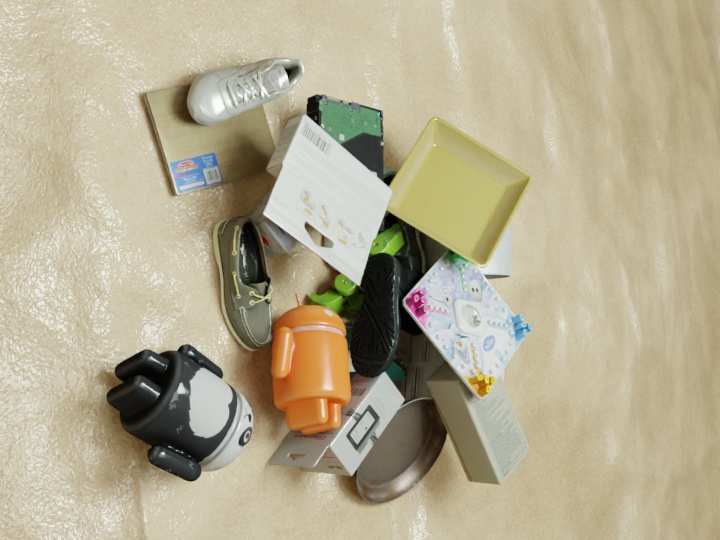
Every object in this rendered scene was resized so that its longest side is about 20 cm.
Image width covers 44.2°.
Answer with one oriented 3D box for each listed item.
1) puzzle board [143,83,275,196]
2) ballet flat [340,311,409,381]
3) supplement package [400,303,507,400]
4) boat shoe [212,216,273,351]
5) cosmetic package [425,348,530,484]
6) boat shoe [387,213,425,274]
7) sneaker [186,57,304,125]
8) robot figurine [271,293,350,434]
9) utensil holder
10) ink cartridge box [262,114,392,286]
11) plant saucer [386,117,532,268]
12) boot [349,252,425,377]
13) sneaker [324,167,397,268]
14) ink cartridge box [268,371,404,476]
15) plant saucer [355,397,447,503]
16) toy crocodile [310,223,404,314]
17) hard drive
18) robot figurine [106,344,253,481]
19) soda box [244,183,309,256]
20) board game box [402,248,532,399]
[{"bbox_3d":[-0.217,-0.205,1.318,0.200,0.017,0.151,-23,101,-42],"label":"puzzle board"},{"bbox_3d":[0.012,0.113,1.467,0.200,0.068,0.075,40,37,-38],"label":"ballet flat"},{"bbox_3d":[0.168,0.145,1.568,0.156,0.111,0.201,16,74,-41],"label":"supplement package"},{"bbox_3d":[-0.165,0.020,1.304,0.072,0.060,0.202,-16,95,-44],"label":"boat shoe"},{"bbox_3d":[0.195,0.239,1.455,0.103,0.073,0.200,-36,109,-40],"label":"cosmetic package"},{"bbox_3d":[0.067,-0.047,1.537,0.062,0.073,0.201,0,82,-28],"label":"boat shoe"},{"bbox_3d":[-0.166,-0.273,1.296,0.200,0.099,0.075,-35,111,-39],"label":"sneaker"},{"bbox_3d":[-0.075,0.137,1.317,0.143,0.117,0.201,7,64,-23],"label":"robot figurine"},{"bbox_3d":[0.188,-0.086,1.581,0.170,0.170,0.201,2,83,-43],"label":"utensil holder"},{"bbox_3d":[-0.054,-0.099,1.298,0.200,0.045,0.177,38,60,-33],"label":"ink cartridge box"},{"bbox_3d":[0.154,-0.123,1.454,0.200,0.048,0.200,32,67,-1],"label":"plant saucer"},{"bbox_3d":[0.062,0.084,1.415,0.168,0.076,0.201,29,64,-56],"label":"boot"},{"bbox_3d":[0.005,-0.093,1.465,0.074,0.082,0.200,37,64,-33],"label":"sneaker"},{"bbox_3d":[-0.036,0.246,1.357,0.200,0.116,0.068,-49,116,-35],"label":"ink cartridge box"},{"bbox_3d":[0.063,0.290,1.454,0.200,0.032,0.201,-22,127,-32],"label":"plant saucer"},{"bbox_3d":[0.000,0.000,1.435,0.200,0.062,0.068,-49,147,-18],"label":"toy crocodile"},{"bbox_3d":[-0.023,-0.165,1.392,0.139,0.038,0.201,5,82,-43],"label":"hard drive"},{"bbox_3d":[-0.233,0.184,1.172,0.200,0.125,0.150,41,77,-32],"label":"robot figurine"},{"bbox_3d":[-0.099,-0.113,1.383,0.068,0.063,0.200,53,52,-25],"label":"soda box"},{"bbox_3d":[0.178,0.073,1.420,0.200,0.026,0.200,51,44,-6],"label":"board game box"}]
